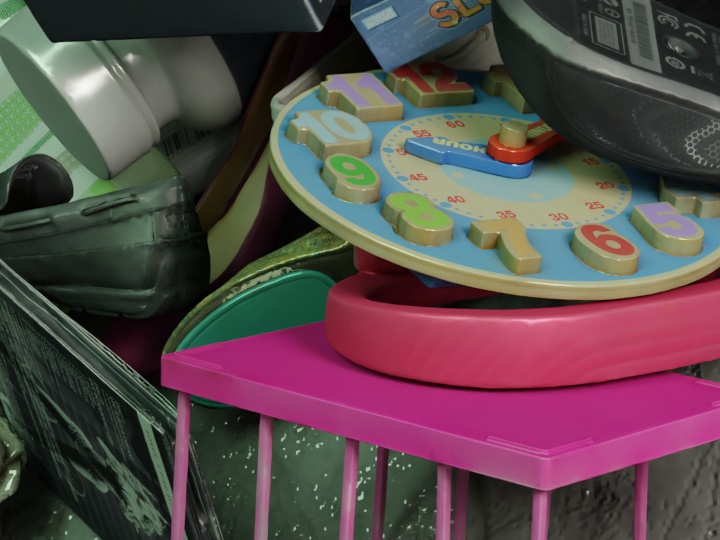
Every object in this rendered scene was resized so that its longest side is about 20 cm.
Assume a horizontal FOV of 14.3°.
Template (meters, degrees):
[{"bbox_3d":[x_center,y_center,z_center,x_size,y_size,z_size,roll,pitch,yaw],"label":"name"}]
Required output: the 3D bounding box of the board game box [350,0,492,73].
[{"bbox_3d":[0.089,-0.175,1.248,0.199,0.035,0.136,-25,33,18],"label":"board game box"}]

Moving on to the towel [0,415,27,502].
[{"bbox_3d":[-0.240,0.091,1.415,0.133,0.034,0.200,-54,43,9],"label":"towel"}]

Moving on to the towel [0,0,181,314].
[{"bbox_3d":[-0.186,-0.046,1.465,0.149,0.031,0.200,-46,45,1],"label":"towel"}]

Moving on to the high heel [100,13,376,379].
[{"bbox_3d":[-0.069,-0.037,1.358,0.200,0.096,0.067,-46,41,-2],"label":"high heel"}]

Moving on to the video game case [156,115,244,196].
[{"bbox_3d":[-0.149,-0.078,1.499,0.199,0.023,0.183,-32,47,13],"label":"video game case"}]

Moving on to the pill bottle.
[{"bbox_3d":[-0.072,-0.138,1.392,0.200,0.120,0.120,-39,44,-12],"label":"pill bottle"}]

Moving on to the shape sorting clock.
[{"bbox_3d":[0.061,-0.042,1.190,0.200,0.199,0.039,32,124,44],"label":"shape sorting clock"}]

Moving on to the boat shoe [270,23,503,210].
[{"bbox_3d":[0.031,-0.106,1.316,0.200,0.070,0.071,-40,33,-29],"label":"boat shoe"}]

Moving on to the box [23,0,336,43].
[{"bbox_3d":[-0.061,-0.207,1.279,0.148,0.107,0.200,1,47,31],"label":"box"}]

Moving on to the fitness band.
[{"bbox_3d":[0.079,0.010,1.182,0.143,0.199,0.038,24,117,50],"label":"fitness band"}]

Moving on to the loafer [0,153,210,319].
[{"bbox_3d":[-0.155,-0.020,1.357,0.200,0.068,0.071,4,100,34],"label":"loafer"}]

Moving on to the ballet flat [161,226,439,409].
[{"bbox_3d":[0.000,0.000,1.316,0.199,0.071,0.071,-29,47,16],"label":"ballet flat"}]

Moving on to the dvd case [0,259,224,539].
[{"bbox_3d":[-0.117,0.076,1.283,0.016,0.149,0.200,-31,41,-20],"label":"dvd case"}]

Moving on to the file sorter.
[{"bbox_3d":[0.037,0.101,1.145,0.199,0.139,0.126,13,106,41],"label":"file sorter"}]

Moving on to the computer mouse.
[{"bbox_3d":[0.137,-0.061,1.181,0.139,0.199,0.053,-78,13,-60],"label":"computer mouse"}]
